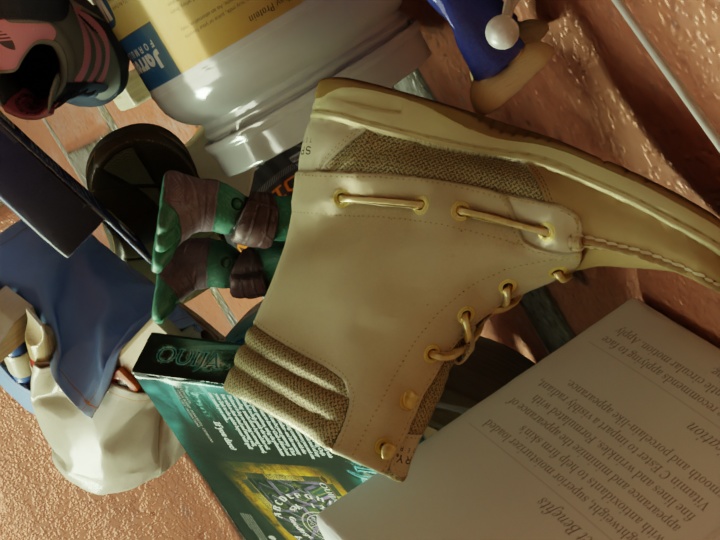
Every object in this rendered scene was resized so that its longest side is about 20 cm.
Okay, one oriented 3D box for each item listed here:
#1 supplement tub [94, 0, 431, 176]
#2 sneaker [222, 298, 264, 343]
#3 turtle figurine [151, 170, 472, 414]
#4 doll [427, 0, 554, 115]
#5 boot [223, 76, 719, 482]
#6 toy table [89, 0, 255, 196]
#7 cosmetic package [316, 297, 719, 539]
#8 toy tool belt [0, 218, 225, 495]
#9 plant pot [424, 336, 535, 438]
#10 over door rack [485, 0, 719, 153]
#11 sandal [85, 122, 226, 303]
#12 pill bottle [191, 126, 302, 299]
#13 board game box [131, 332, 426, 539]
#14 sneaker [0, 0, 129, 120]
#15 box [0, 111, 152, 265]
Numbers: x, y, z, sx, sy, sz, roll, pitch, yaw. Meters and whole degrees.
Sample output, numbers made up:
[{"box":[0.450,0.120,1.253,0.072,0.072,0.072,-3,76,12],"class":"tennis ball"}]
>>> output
[{"box":[-0.066,-0.163,0.876,0.200,0.145,0.145,59,167,-9],"class":"supplement tub"},{"box":[0.001,0.006,1.006,0.080,0.131,0.200,43,125,-4],"class":"sneaker"},{"box":[0.000,0.000,0.865,0.101,0.200,0.150,-85,3,-46],"class":"turtle figurine"},{"box":[0.002,-0.156,0.736,0.200,0.048,0.136,47,-164,-14],"class":"doll"},{"box":[0.051,0.018,0.742,0.200,0.156,0.073,19,180,13],"class":"boot"},{"box":[-0.085,-0.137,1.071,0.184,0.117,0.200,57,166,0],"class":"toy table"},{"box":[0.120,0.152,0.823,0.165,0.200,0.165,38,157,55],"class":"cosmetic package"},{"box":[-0.167,0.022,0.976,0.200,0.125,0.123,33,146,21],"class":"toy tool belt"},{"box":[0.064,0.104,1.074,0.201,0.093,0.201,25,152,15],"class":"plant pot"},{"box":[0.082,-0.123,0.612,0.200,0.067,0.148,49,166,30],"class":"over door rack"},{"box":[-0.128,-0.033,1.058,0.200,0.082,0.055,80,169,-60],"class":"sandal"},{"box":[-0.034,-0.027,1.162,0.200,0.106,0.106,49,165,29],"class":"pill bottle"},{"box":[-0.019,0.108,0.916,0.135,0.028,0.200,6,144,26],"class":"board game box"},{"box":[-0.173,-0.110,0.944,0.200,0.070,0.082,55,-147,-72],"class":"sneaker"},{"box":[-0.189,-0.067,0.892,0.200,0.032,0.121,43,178,-13],"class":"box"}]
